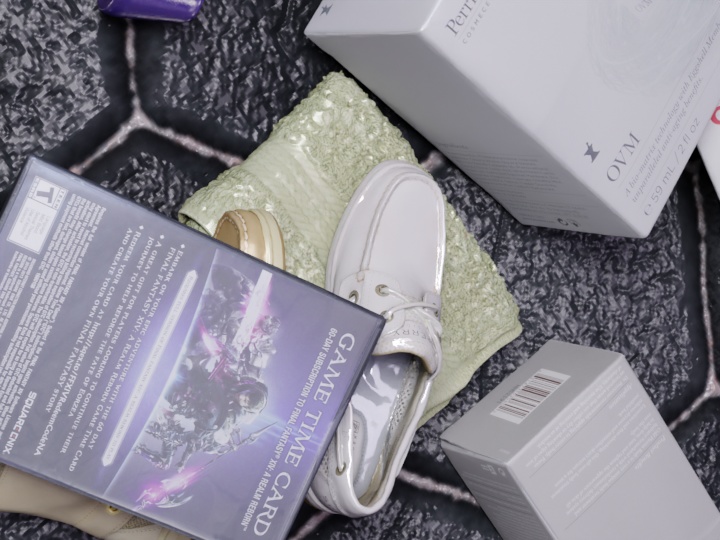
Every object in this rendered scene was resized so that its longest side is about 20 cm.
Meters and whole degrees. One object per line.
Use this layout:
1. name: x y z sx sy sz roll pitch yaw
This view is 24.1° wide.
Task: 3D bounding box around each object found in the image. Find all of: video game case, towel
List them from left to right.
1. video game case: -0.103 0.048 0.840 0.199 0.019 0.143 25 91 -19
2. towel: 0.000 0.000 0.976 0.148 0.036 0.200 -44 111 -19

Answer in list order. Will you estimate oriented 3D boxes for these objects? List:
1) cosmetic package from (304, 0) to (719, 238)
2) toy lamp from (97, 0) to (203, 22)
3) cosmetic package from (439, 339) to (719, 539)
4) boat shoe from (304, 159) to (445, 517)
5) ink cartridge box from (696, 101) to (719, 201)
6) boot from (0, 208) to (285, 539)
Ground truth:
1. cosmetic package: 0.111 -0.158 0.962 0.200 0.123 0.200 37 76 -30
2. toy lamp: -0.172 -0.177 0.867 0.199 0.058 0.059 20 84 -26
3. cosmetic package: 0.152 0.154 1.037 0.107 0.090 0.201 -39 112 -20
4. boat shoe: 0.018 0.038 0.928 0.070 0.069 0.201 13 86 -27
5. ink cartridge box: 0.295 -0.064 1.046 0.145 0.088 0.201 -20 113 18
6. boot: -0.135 0.047 0.877 0.155 0.073 0.201 16 107 -25
